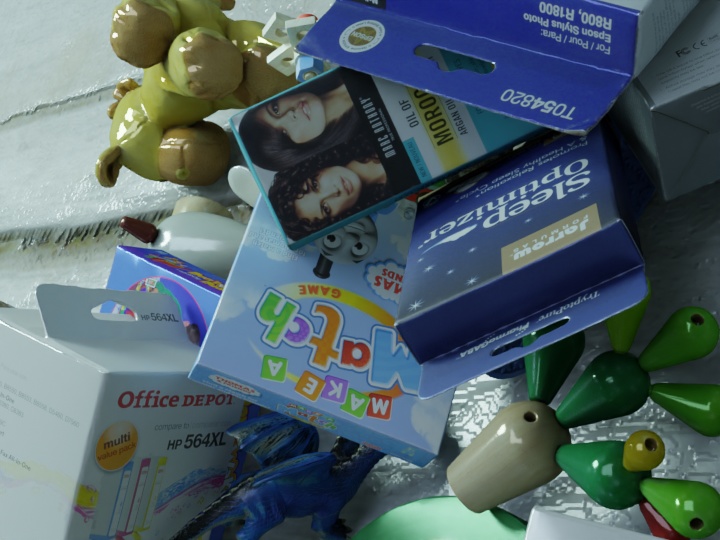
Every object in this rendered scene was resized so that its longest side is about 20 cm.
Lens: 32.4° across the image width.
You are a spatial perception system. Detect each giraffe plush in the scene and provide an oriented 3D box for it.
[{"bbox_3d":[-0.152,-0.139,1.025,0.200,0.172,0.162,39,116,38],"label":"giraffe plush"}]

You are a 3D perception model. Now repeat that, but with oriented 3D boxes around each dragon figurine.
[{"bbox_3d":[-0.048,0.125,0.762,0.059,0.200,0.100,-129,39,-49],"label":"dragon figurine"}]

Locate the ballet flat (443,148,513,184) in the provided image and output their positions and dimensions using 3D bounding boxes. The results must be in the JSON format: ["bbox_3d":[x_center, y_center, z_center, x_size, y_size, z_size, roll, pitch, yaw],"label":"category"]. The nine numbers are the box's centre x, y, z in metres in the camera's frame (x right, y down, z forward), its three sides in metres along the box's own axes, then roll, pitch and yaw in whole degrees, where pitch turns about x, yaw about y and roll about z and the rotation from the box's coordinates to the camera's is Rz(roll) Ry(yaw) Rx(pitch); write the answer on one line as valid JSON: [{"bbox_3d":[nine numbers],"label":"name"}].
[{"bbox_3d":[0.076,-0.149,0.782,0.075,0.068,0.200,133,144,-61],"label":"ballet flat"}]

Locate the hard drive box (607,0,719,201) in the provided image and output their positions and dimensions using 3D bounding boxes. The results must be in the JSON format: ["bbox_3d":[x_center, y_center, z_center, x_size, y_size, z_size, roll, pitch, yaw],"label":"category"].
[{"bbox_3d":[0.198,-0.157,0.706,0.156,0.077,0.200,-22,49,3],"label":"hard drive box"}]

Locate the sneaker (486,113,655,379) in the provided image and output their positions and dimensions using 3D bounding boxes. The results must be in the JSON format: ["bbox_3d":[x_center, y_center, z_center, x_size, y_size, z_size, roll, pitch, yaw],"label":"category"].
[{"bbox_3d":[0.114,-0.028,0.758,0.200,0.070,0.078,-55,39,-7],"label":"sneaker"}]

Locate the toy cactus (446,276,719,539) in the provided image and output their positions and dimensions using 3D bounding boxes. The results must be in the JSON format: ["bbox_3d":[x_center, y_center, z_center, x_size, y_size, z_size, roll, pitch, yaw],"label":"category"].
[{"bbox_3d":[0.120,0.071,0.654,0.165,0.102,0.200,-39,52,21],"label":"toy cactus"}]

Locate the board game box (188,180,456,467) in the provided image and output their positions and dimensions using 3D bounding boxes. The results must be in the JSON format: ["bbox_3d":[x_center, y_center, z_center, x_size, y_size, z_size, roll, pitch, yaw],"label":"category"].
[{"bbox_3d":[0.000,0.000,0.759,0.037,0.151,0.200,127,162,-64],"label":"board game box"}]

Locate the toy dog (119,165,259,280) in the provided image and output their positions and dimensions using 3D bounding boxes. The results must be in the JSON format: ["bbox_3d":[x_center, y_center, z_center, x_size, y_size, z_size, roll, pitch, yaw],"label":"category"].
[{"bbox_3d":[-0.104,-0.026,0.935,0.200,0.096,0.132,-27,50,30],"label":"toy dog"}]

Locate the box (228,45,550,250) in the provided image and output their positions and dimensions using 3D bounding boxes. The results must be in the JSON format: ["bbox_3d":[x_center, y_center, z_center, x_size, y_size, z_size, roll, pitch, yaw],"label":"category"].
[{"bbox_3d":[0.032,-0.090,0.712,0.200,0.049,0.082,-25,88,-2],"label":"box"}]

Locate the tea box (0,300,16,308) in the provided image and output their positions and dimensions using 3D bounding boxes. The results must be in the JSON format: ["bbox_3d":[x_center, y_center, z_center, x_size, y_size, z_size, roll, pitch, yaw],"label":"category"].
[{"bbox_3d":[-0.330,0.140,1.020,0.197,0.134,0.200,-54,42,5],"label":"tea box"}]

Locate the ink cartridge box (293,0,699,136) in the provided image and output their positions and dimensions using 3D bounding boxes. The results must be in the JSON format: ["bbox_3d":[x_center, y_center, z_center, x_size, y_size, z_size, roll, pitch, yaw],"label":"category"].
[{"bbox_3d":[0.089,-0.172,0.672,0.199,0.041,0.200,22,59,34],"label":"ink cartridge box"}]

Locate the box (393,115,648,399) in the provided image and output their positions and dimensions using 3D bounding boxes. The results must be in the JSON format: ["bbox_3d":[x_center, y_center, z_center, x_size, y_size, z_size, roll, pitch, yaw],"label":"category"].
[{"bbox_3d":[0.081,-0.016,0.639,0.121,0.032,0.200,-26,21,18],"label":"box"}]

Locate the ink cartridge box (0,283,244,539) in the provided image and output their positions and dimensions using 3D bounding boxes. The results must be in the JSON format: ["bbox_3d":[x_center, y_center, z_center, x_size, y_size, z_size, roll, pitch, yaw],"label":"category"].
[{"bbox_3d":[-0.169,0.113,0.784,0.125,0.128,0.200,21,99,36],"label":"ink cartridge box"}]

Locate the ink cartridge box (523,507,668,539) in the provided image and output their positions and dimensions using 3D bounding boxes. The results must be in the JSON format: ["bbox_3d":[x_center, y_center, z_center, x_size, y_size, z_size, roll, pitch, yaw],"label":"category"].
[{"bbox_3d":[0.123,0.220,0.543,0.147,0.083,0.200,11,72,17],"label":"ink cartridge box"}]

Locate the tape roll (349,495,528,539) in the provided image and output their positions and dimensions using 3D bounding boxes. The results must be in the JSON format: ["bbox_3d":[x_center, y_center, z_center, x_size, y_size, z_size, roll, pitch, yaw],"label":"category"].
[{"bbox_3d":[0.045,0.227,0.678,0.200,0.048,0.201,-22,53,32],"label":"tape roll"}]

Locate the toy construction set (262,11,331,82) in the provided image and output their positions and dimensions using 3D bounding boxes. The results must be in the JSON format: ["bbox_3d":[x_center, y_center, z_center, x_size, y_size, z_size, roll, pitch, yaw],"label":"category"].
[{"bbox_3d":[-0.019,-0.079,0.857,0.092,0.131,0.200,125,147,-67],"label":"toy construction set"}]

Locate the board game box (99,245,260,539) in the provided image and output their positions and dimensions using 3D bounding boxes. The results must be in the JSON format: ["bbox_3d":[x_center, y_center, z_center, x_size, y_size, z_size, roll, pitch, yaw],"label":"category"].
[{"bbox_3d":[-0.138,0.098,0.870,0.134,0.045,0.200,23,100,36],"label":"board game box"}]
